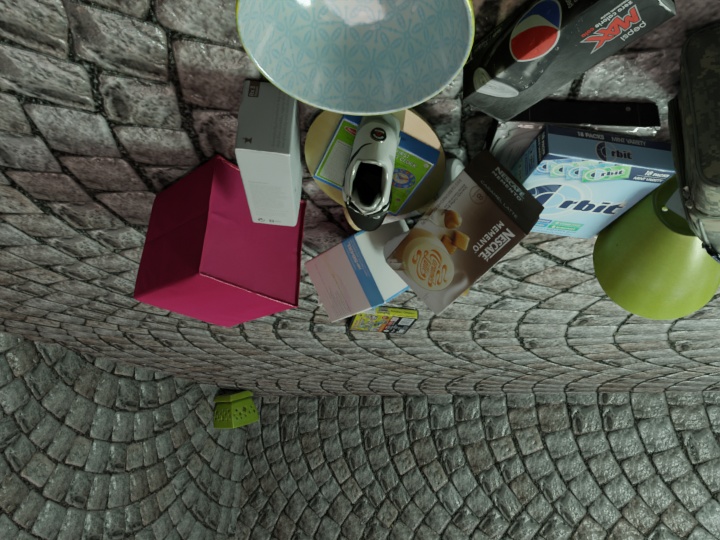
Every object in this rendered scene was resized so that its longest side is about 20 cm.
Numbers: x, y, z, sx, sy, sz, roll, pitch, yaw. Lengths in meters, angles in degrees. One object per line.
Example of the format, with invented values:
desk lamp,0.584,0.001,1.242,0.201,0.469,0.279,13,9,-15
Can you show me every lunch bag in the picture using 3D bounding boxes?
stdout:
lunch bag,0.399,-0.126,0.565,0.136,0.205,0.168,-4,157,25

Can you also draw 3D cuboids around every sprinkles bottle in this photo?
sprinkles bottle,0.067,-0.114,0.847,0.197,0.070,0.068,-11,155,35

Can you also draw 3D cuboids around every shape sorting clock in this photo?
shape sorting clock,0.020,-0.150,0.752,0.195,0.040,0.202,11,145,7

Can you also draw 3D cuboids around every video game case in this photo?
video game case,0.061,0.143,1.584,0.176,0.026,0.201,6,160,-6

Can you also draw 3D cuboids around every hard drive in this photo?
hard drive,0.264,-0.165,0.724,0.195,0.039,0.140,3,160,2

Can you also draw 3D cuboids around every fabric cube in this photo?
fabric cube,-0.229,-0.037,0.920,0.197,0.205,0.194,-17,150,40

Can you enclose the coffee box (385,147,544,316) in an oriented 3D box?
coffee box,0.136,-0.046,0.747,0.114,0.080,0.200,45,136,4

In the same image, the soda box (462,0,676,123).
soda box,0.189,-0.227,0.535,0.070,0.065,0.199,16,156,-30

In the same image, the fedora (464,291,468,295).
fedora,0.165,0.007,1.067,0.195,0.084,0.201,2,175,0

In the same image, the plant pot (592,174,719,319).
plant pot,0.435,-0.051,0.771,0.182,0.192,0.200,-2,159,16

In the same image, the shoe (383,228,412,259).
shoe,0.133,-0.057,0.869,0.197,0.073,0.090,-19,-174,40

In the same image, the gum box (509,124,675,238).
gum box,0.285,-0.111,0.744,0.165,0.046,0.201,7,158,-7

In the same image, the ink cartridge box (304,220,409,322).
ink cartridge box,0.000,0.000,1.009,0.127,0.127,0.198,-29,-177,-39

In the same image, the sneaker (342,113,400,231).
sneaker,0.006,-0.102,0.715,0.072,0.090,0.202,10,147,4

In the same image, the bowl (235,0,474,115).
bowl,-0.002,-0.240,0.472,0.195,0.110,0.201,3,160,1

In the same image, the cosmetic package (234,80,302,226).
cosmetic package,-0.118,-0.149,0.746,0.072,0.104,0.201,5,161,-4

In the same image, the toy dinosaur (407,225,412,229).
toy dinosaur,0.144,-0.078,0.941,0.104,0.062,0.199,17,155,-28

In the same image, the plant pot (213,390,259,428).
plant pot,-0.729,0.801,3.182,0.196,0.186,0.198,-12,175,39
